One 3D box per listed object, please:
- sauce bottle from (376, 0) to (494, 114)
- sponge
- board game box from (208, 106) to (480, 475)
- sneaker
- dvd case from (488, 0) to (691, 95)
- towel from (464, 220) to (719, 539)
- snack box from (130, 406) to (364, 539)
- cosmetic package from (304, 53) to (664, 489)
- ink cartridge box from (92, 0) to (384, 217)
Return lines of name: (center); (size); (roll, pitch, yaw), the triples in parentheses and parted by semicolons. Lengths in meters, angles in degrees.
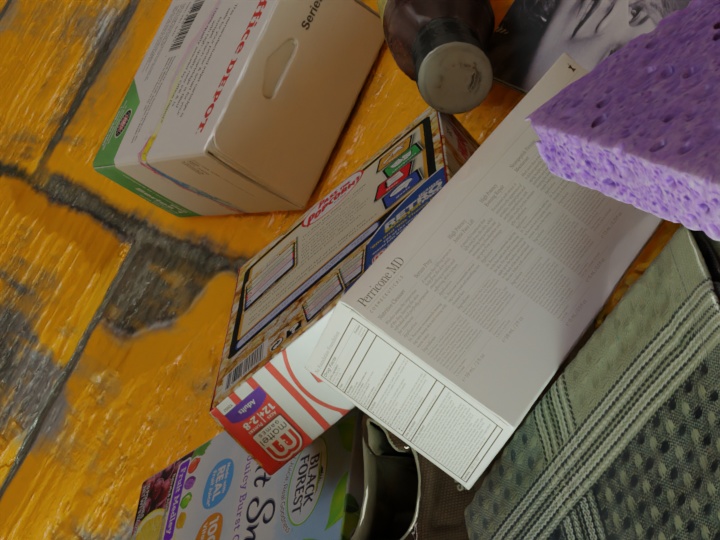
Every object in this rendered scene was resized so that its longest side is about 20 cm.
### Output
sauce bottle: (0.044, -0.142, 0.993); (0.066, 0.066, 0.200); (-49, 22, 18)
sponge: (0.146, -0.054, 0.588); (0.111, 0.030, 0.200); (-34, 23, -10)
board game box: (0.000, 0.000, 0.880); (0.151, 0.046, 0.200); (-40, 15, 13)
sneaker: (0.044, 0.063, 0.792); (0.070, 0.075, 0.201); (-10, 54, 57)
dvd case: (0.141, -0.148, 0.910); (0.149, 0.016, 0.200); (-57, 27, 3)
towel: (0.104, 0.113, 0.605); (0.200, 0.034, 0.193); (121, 148, -44)
snack box: (-0.051, 0.142, 0.900); (0.200, 0.053, 0.143); (-33, 37, 40)
cosmetic package: (0.066, -0.006, 0.726); (0.200, 0.082, 0.051); (-47, -9, -42)
ink cartridge box: (-0.085, -0.118, 1.192); (0.200, 0.084, 0.145); (1, 63, 60)
